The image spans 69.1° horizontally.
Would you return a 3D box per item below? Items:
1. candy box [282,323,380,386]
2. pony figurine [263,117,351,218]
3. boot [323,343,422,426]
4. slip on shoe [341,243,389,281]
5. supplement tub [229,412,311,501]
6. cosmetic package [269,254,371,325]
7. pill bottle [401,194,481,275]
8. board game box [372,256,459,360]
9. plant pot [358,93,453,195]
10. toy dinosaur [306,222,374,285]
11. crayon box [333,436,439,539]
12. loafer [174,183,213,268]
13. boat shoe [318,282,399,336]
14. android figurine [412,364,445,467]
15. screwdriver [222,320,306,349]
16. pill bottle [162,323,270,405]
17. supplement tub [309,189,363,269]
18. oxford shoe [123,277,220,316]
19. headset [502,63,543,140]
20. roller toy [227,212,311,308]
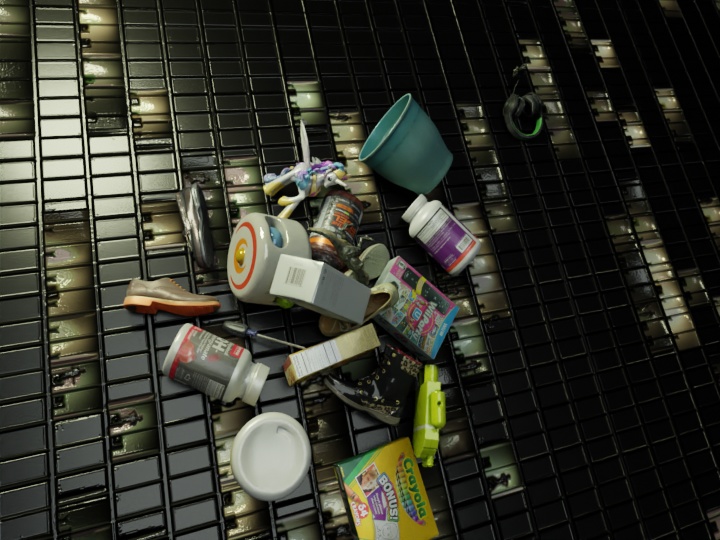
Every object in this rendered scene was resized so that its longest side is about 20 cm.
[{"bbox_3d":[-0.065,0.183,1.134,0.195,0.116,0.057,-20,77,-21],"label":"candy box"},{"bbox_3d":[-0.130,-0.224,1.228,0.196,0.167,0.196,-28,55,4],"label":"pony figurine"},{"bbox_3d":[0.031,0.231,1.141,0.196,0.073,0.153,29,91,-9],"label":"boot"},{"bbox_3d":[0.000,0.000,1.244,0.200,0.060,0.075,-43,115,-35],"label":"slip on shoe"},{"bbox_3d":[-0.176,0.353,0.998,0.141,0.200,0.150,5,70,-14],"label":"supplement tub"},{"bbox_3d":[-0.073,0.041,1.036,0.110,0.199,0.084,11,78,33],"label":"cosmetic package"},{"bbox_3d":[0.198,-0.092,1.305,0.200,0.113,0.113,44,66,2],"label":"pill bottle"},{"bbox_3d":[0.118,0.090,1.231,0.199,0.064,0.149,39,66,-13],"label":"board game box"},{"bbox_3d":[0.125,-0.299,1.320,0.186,0.199,0.203,37,65,-18],"label":"plant pot"},{"bbox_3d":[-0.025,-0.055,1.159,0.200,0.047,0.089,45,66,-24],"label":"toy dinosaur"},{"bbox_3d":[0.052,0.481,1.100,0.168,0.058,0.205,-14,76,-20],"label":"crayon box"},{"bbox_3d":[-0.373,-0.095,1.170,0.061,0.072,0.206,-14,70,0],"label":"loafer"},{"bbox_3d":[-0.011,0.084,1.132,0.197,0.063,0.075,-30,86,14],"label":"boat shoe"},{"bbox_3d":[0.144,0.311,1.118,0.040,0.183,0.206,6,68,-4],"label":"android figurine"},{"bbox_3d":[-0.206,0.138,1.120,0.194,0.028,0.030,9,95,11],"label":"screwdriver"},{"bbox_3d":[-0.289,0.198,1.066,0.196,0.111,0.113,25,67,-7],"label":"pill bottle"},{"bbox_3d":[-0.065,-0.078,1.226,0.104,0.107,0.205,21,68,-8],"label":"supplement tub"},{"bbox_3d":[-0.394,0.051,1.107,0.194,0.072,0.075,6,65,-14],"label":"oxford shoe"},{"bbox_3d":[0.479,-0.488,1.529,0.120,0.094,0.207,-11,86,-20],"label":"headset"},{"bbox_3d":[-0.202,-0.023,1.112,0.137,0.198,0.189,8,89,-36],"label":"roller toy"}]
